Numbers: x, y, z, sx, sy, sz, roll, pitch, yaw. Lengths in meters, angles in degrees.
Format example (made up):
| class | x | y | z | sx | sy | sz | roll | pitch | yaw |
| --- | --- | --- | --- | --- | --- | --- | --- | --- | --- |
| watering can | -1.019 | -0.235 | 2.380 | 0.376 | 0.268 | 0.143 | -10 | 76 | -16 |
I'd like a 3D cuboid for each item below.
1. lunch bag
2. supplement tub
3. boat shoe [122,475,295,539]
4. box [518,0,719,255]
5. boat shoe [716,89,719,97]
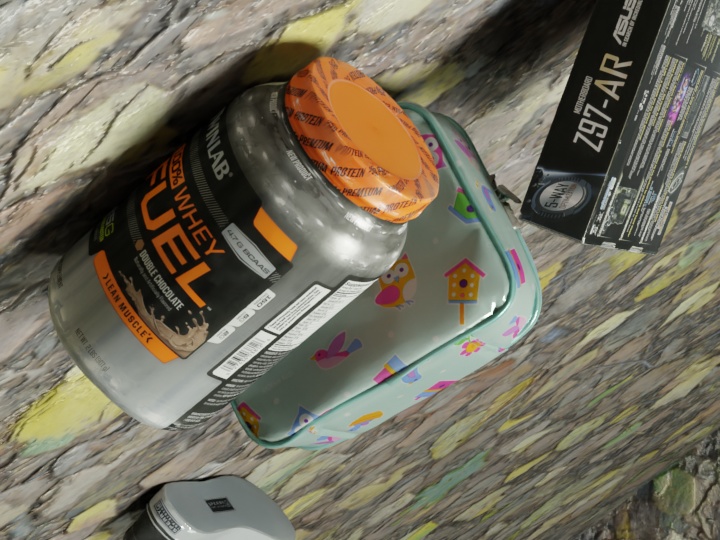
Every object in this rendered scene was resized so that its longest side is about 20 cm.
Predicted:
| class | x | y | z | sx | sy | sz | roll | pitch | yaw |
| --- | --- | --- | --- | --- | --- | --- | --- | --- | --- |
| lunch bag | 0.000 | 0.000 | 1.418 | 0.200 | 0.161 | 0.077 | -32 | 161 | 17 |
| supplement tub | -0.061 | -0.015 | 1.300 | 0.200 | 0.123 | 0.122 | -41 | 164 | 23 |
| boat shoe | -0.124 | 0.217 | 1.994 | 0.068 | 0.074 | 0.199 | -43 | 163 | 17 |
| box | 0.169 | -0.111 | 1.435 | 0.160 | 0.043 | 0.200 | 4 | 107 | -68 |
| boat shoe | 0.217 | -0.141 | 1.602 | 0.075 | 0.062 | 0.200 | -26 | 162 | -19 |
